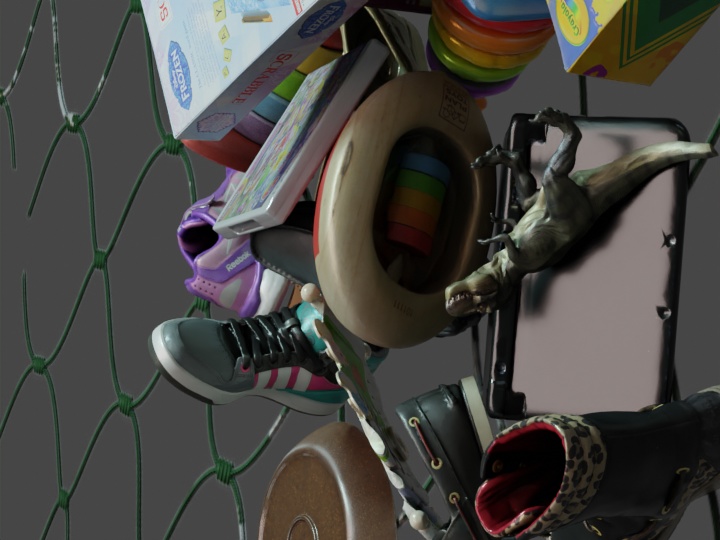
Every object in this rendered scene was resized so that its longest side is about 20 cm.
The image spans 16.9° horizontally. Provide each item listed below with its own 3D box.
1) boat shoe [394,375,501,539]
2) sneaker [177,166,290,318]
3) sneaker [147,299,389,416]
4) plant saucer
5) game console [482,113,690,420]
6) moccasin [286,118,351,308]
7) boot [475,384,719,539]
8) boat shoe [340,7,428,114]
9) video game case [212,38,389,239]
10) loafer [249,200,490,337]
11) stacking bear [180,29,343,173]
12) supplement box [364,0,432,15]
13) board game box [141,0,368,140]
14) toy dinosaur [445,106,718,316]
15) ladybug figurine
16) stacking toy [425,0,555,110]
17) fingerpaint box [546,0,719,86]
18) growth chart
[{"bbox_3d":[0.078,0.174,1.601,0.074,0.063,0.203,115,136,-88],"label":"boat shoe"},{"bbox_3d":[-0.106,-0.040,1.977,0.201,0.088,0.081,-93,20,-48],"label":"sneaker"},{"bbox_3d":[-0.052,0.047,1.794,0.121,0.199,0.084,-43,55,31],"label":"sneaker"},{"bbox_3d":[-0.033,0.218,1.883,0.200,0.034,0.202,-13,75,60],"label":"plant saucer"},{"bbox_3d":[0.146,0.002,1.604,0.176,0.115,0.202,51,-136,-88],"label":"game console"},{"bbox_3d":[-0.025,-0.026,1.860,0.202,0.077,0.074,-66,34,30],"label":"moccasin"},{"bbox_3d":[0.133,0.135,1.461,0.200,0.150,0.074,-43,59,48],"label":"boot"},{"bbox_3d":[0.027,-0.106,1.764,0.073,0.063,0.202,-21,65,22],"label":"boat shoe"},{"bbox_3d":[-0.045,-0.091,1.731,0.144,0.018,0.200,-58,11,-10],"label":"video game case"},{"bbox_3d":[0.000,0.000,1.726,0.199,0.070,0.068,16,133,28],"label":"loafer"},{"bbox_3d":[-0.051,-0.183,1.907,0.201,0.113,0.122,-55,20,26],"label":"stacking bear"},{"bbox_3d":[0.006,-0.245,1.711,0.086,0.199,0.111,28,111,57],"label":"supplement box"},{"bbox_3d":[-0.083,-0.221,1.623,0.199,0.041,0.201,-37,60,46],"label":"board game box"},{"bbox_3d":[0.123,-0.053,1.533,0.200,0.047,0.088,-36,88,20],"label":"toy dinosaur"},{"bbox_3d":[0.025,-0.042,1.643,0.072,0.135,0.201,-10,57,53],"label":"ladybug figurine"},{"bbox_3d":[0.086,-0.164,1.681,0.201,0.109,0.117,109,149,-52],"label":"stacking toy"},{"bbox_3d":[0.176,-0.248,1.532,0.167,0.073,0.201,-51,42,44],"label":"fingerpaint box"},{"bbox_3d":[0.016,0.110,1.682,0.018,0.145,0.201,-28,69,6],"label":"growth chart"}]
